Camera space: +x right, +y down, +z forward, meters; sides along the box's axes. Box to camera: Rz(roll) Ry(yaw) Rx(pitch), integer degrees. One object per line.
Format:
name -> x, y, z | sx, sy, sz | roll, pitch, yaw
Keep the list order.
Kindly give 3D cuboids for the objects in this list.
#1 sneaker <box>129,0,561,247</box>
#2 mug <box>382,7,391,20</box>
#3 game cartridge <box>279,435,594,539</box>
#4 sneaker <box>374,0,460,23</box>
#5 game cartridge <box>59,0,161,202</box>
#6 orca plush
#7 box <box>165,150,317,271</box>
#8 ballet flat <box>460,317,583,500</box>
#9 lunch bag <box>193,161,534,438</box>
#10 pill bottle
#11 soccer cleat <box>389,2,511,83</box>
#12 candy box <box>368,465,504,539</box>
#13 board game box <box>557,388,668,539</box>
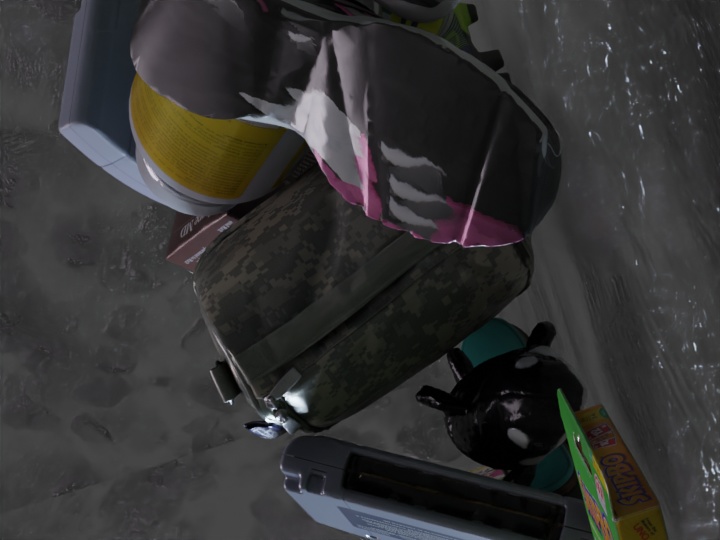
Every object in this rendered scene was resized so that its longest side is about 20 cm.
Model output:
sneaker -> 0.003, -0.086, 0.520 | 0.086, 0.199, 0.081 | -33, -29, -57
mug -> -0.031, -0.202, 0.754 | 0.185, 0.151, 0.115 | 64, -171, -73
game cartridge -> 0.059, 0.148, 0.701 | 0.133, 0.198, 0.042 | 62, -138, -69
sneaker -> 0.025, -0.164, 0.566 | 0.087, 0.074, 0.201 | 47, -163, -31
game cartridge -> -0.137, -0.117, 0.917 | 0.199, 0.041, 0.135 | 24, -123, -45
orca plush -> 0.070, 0.071, 0.731 | 0.200, 0.070, 0.106 | -129, 57, -79
box -> -0.073, -0.098, 0.863 | 0.100, 0.074, 0.202 | -29, 47, 50
ballet flat -> 0.115, 0.114, 0.834 | 0.069, 0.068, 0.201 | 56, -169, -31
lunch bag -> 0.000, 0.000, 0.701 | 0.140, 0.199, 0.168 | 54, 180, -4
pill bottle -> -0.071, -0.106, 0.685 | 0.200, 0.111, 0.113 | -43, 60, 60
soccer cleat -> 0.028, -0.104, 0.628 | 0.201, 0.083, 0.065 | -102, -6, -59
candy box -> 0.080, 0.202, 0.904 | 0.062, 0.135, 0.200 | 68, -163, 1
board game box -> 0.134, 0.158, 0.565 | 0.096, 0.030, 0.202 | -102, -8, -70
